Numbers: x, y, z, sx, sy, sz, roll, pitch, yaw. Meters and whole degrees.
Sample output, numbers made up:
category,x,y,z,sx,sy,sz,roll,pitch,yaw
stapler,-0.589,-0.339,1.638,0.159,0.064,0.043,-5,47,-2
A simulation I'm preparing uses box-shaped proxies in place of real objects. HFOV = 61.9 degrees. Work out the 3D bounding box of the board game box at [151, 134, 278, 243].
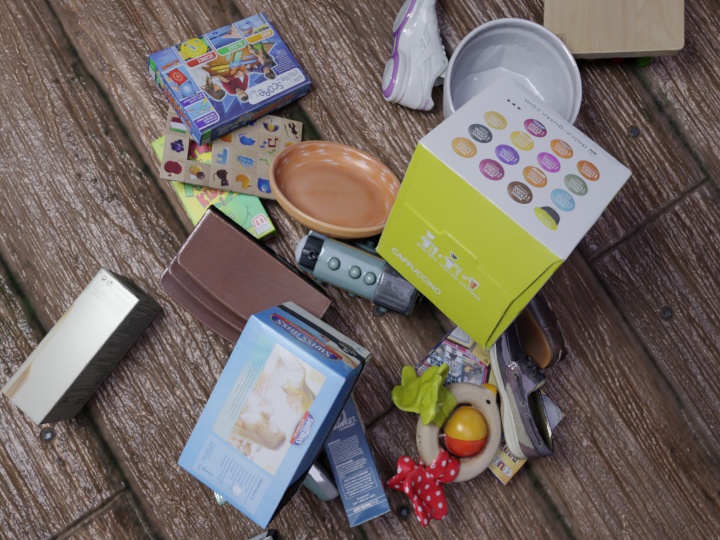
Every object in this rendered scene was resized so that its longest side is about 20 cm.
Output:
category,x,y,z,sx,sy,sz,roll,pitch,yaw
board game box,-0.212,-0.118,0.881,0.100,0.048,0.203,-29,85,-6

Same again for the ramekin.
category,x,y,z,sx,sy,sz,roll,pitch,yaw
ramekin,0.212,-0.251,0.889,0.194,0.105,0.206,0,82,-3

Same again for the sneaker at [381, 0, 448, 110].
category,x,y,z,sx,sy,sz,roll,pitch,yaw
sneaker,0.094,-0.341,0.924,0.097,0.075,0.206,17,82,-19

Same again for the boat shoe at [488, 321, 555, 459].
category,x,y,z,sx,sy,sz,roll,pitch,yaw
boat shoe,0.219,0.151,0.808,0.064,0.071,0.206,-11,86,36

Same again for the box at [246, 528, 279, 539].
category,x,y,z,sx,sy,sz,roll,pitch,yaw
box,-0.180,0.469,0.806,0.196,0.044,0.164,-22,84,-5

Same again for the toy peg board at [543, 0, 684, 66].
category,x,y,z,sx,sy,sz,roll,pitch,yaw
toy peg board,0.385,-0.412,0.937,0.193,0.098,0.206,2,81,14

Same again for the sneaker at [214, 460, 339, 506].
category,x,y,z,sx,sy,sz,roll,pitch,yaw
sneaker,-0.131,0.281,0.816,0.198,0.074,0.120,32,76,12

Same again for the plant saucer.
category,x,y,z,sx,sy,sz,roll,pitch,yaw
plant saucer,-0.034,-0.111,0.847,0.195,0.038,0.203,11,43,-10

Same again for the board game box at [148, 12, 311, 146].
category,x,y,z,sx,sy,sz,roll,pitch,yaw
board game box,-0.187,-0.283,0.875,0.198,0.034,0.137,-33,85,-28

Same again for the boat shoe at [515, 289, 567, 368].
category,x,y,z,sx,sy,sz,roll,pitch,yaw
boat shoe,0.234,0.045,0.873,0.069,0.070,0.204,-8,71,-40

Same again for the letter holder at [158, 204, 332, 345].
category,x,y,z,sx,sy,sz,roll,pitch,yaw
letter holder,-0.161,0.032,0.806,0.198,0.100,0.143,37,89,-16

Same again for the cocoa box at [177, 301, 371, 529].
category,x,y,z,sx,sy,sz,roll,pitch,yaw
cocoa box,-0.097,0.162,0.710,0.131,0.131,0.203,30,100,11

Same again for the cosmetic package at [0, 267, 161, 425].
category,x,y,z,sx,sy,sz,roll,pitch,yaw
cosmetic package,-0.373,0.103,0.817,0.071,0.105,0.201,37,81,4

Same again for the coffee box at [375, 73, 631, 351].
category,x,y,z,sx,sy,sz,roll,pitch,yaw
coffee box,0.166,-0.069,0.741,0.199,0.202,0.197,41,55,13

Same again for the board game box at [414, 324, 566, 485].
category,x,y,z,sx,sy,sz,roll,pitch,yaw
board game box,0.178,0.182,0.865,0.135,0.035,0.200,-43,86,-7

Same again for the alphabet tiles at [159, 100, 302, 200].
category,x,y,z,sx,sy,sz,roll,pitch,yaw
alphabet tiles,-0.180,-0.191,0.871,0.195,0.008,0.172,9,69,-20

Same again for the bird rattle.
category,x,y,z,sx,sy,sz,roll,pitch,yaw
bird rattle,0.120,0.223,0.793,0.159,0.112,0.206,-2,85,-20

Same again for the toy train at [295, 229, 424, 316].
category,x,y,z,sx,sy,sz,roll,pitch,yaw
toy train,0.000,0.000,0.836,0.196,0.114,0.087,23,93,1

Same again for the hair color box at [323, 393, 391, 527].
category,x,y,z,sx,sy,sz,roll,pitch,yaw
hair color box,-0.021,0.225,0.817,0.059,0.100,0.205,-20,84,-4
